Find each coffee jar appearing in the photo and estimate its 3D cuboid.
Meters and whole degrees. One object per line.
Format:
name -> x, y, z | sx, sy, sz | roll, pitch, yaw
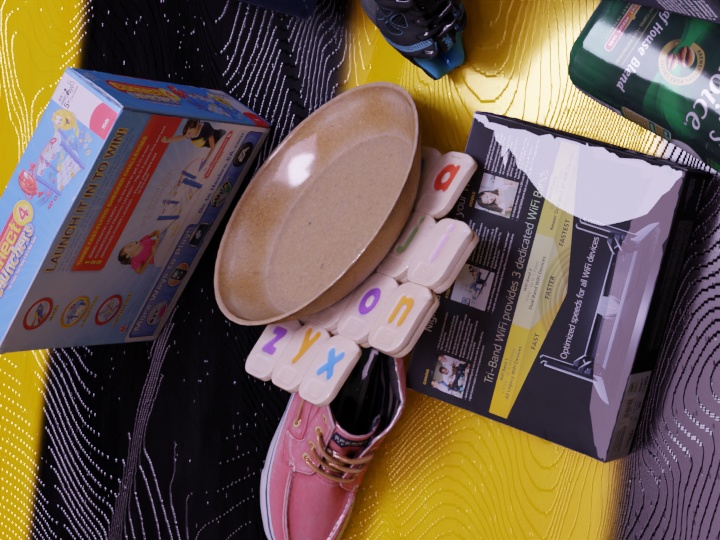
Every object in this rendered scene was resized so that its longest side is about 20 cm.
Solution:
coffee jar -> 0.235, -0.109, 1.025 | 0.200, 0.085, 0.105 | 37, 98, 22

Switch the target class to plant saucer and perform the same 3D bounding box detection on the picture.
plant saucer -> -0.022, -0.040, 1.142 | 0.200, 0.035, 0.201 | -35, 34, 28

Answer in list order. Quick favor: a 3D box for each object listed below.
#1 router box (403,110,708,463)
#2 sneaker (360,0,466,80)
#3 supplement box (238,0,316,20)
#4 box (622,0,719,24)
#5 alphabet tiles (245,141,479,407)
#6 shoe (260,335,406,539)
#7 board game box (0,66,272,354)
router box -> 0.130, 0.009, 1.102 | 0.156, 0.052, 0.201 | 19, 100, 27
sneaker -> 0.042, -0.189, 1.077 | 0.073, 0.200, 0.082 | -35, 79, 0
supplement box -> -0.112, -0.306, 1.131 | 0.199, 0.134, 0.201 | 29, 104, 39
box -> 0.158, -0.237, 0.968 | 0.123, 0.106, 0.200 | -55, 37, -4
alphabet tiles -> 0.000, 0.000, 1.120 | 0.196, 0.015, 0.200 | -59, 31, -9
shoe -> -0.020, 0.121, 1.151 | 0.071, 0.091, 0.202 | 12, 95, -13
board game box -> -0.178, -0.040, 1.184 | 0.056, 0.195, 0.201 | 37, 106, 22
